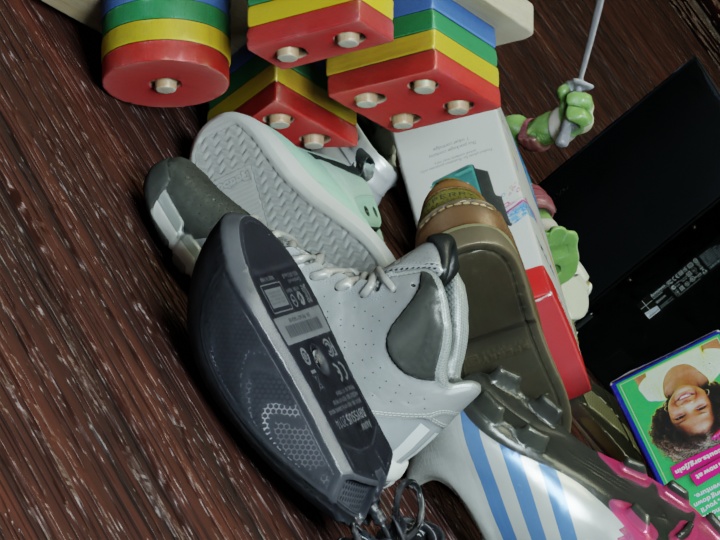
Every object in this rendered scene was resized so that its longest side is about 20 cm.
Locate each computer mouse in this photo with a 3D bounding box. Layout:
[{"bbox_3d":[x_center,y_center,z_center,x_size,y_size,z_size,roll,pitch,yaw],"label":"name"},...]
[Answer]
[{"bbox_3d":[-0.033,0.070,1.354,0.200,0.053,0.138,64,17,8],"label":"computer mouse"}]

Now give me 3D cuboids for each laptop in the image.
[{"bbox_3d":[0.229,-0.009,2.051,0.200,0.187,0.116,49,15,-6],"label":"laptop"}]

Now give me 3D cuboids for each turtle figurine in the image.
[{"bbox_3d":[0.073,-0.087,1.850,0.144,0.200,0.194,16,38,-25],"label":"turtle figurine"}]

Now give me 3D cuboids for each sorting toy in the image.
[{"bbox_3d":[-0.038,-0.122,1.558,0.200,0.198,0.070,26,58,-54],"label":"sorting toy"}]

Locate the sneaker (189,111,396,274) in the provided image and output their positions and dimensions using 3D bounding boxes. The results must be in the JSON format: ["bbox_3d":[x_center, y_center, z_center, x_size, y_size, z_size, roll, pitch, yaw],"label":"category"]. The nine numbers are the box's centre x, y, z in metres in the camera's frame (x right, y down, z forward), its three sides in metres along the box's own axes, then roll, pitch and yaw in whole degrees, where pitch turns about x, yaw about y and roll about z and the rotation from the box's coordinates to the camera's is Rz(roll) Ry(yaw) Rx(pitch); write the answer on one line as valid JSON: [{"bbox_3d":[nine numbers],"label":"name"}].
[{"bbox_3d":[0.000,-0.001,1.556,0.118,0.074,0.201,16,34,-56],"label":"sneaker"}]

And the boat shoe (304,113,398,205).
[{"bbox_3d":[-0.003,-0.078,1.764,0.074,0.067,0.200,44,16,-24],"label":"boat shoe"}]

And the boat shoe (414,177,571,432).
[{"bbox_3d":[0.069,0.039,1.540,0.068,0.072,0.200,-104,-174,-50],"label":"boat shoe"}]

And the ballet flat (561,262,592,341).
[{"bbox_3d":[0.121,0.020,1.900,0.071,0.071,0.200,48,14,-7],"label":"ballet flat"}]

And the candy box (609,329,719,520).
[{"bbox_3d":[0.227,0.161,1.603,0.169,0.077,0.200,56,7,-51],"label":"candy box"}]

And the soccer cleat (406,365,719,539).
[{"bbox_3d":[0.113,0.134,1.502,0.200,0.086,0.070,38,31,4],"label":"soccer cleat"}]

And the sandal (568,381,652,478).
[{"bbox_3d":[0.165,0.155,1.733,0.201,0.057,0.080,62,10,-24],"label":"sandal"}]

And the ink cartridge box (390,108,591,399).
[{"bbox_3d":[0.079,0.005,1.679,0.116,0.067,0.200,62,12,-56],"label":"ink cartridge box"}]

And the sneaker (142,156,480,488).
[{"bbox_3d":[-0.011,0.000,1.445,0.200,0.115,0.075,52,14,5],"label":"sneaker"}]
